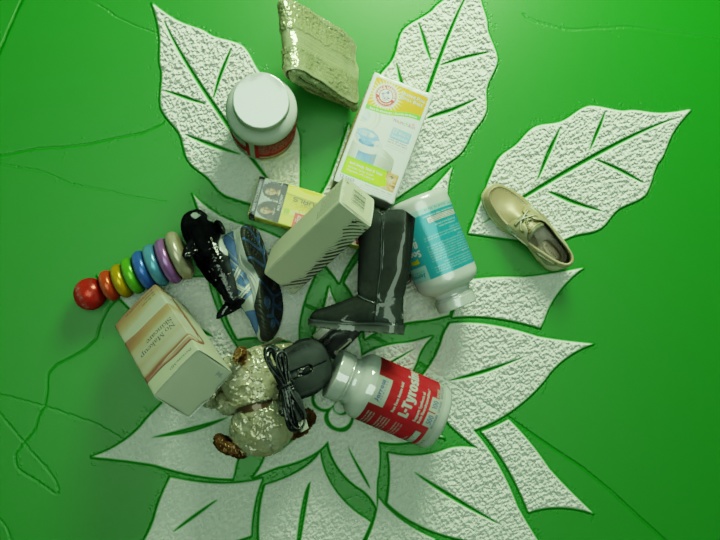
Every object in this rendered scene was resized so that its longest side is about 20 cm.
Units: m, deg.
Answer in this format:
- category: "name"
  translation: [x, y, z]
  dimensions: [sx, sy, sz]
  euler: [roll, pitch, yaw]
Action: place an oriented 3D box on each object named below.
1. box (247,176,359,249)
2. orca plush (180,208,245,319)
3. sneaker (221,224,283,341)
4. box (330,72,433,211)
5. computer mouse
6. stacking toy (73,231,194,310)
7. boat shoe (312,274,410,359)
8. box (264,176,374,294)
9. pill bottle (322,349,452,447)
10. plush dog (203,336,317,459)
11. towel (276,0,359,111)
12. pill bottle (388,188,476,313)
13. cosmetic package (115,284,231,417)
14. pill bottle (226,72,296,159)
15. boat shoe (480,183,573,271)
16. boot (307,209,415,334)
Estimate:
- category: "box"
  translation: [-0.089, -0.098, 1.388]
  dimensions: [0.199, 0.050, 0.076]
  euler: [17, 85, -5]
- category: "orca plush"
  translation: [-0.265, -0.015, 1.328]
  dimensions: [0.071, 0.105, 0.201]
  euler: [-6, 73, -40]
- category: "sneaker"
  translation: [-0.189, 0.025, 1.372]
  dimensions: [0.077, 0.076, 0.201]
  euler: [-13, 93, 24]
- category: "box"
  translation: [0.034, -0.219, 1.381]
  dimensions: [0.112, 0.101, 0.201]
  euler: [21, 85, -5]
- category: "computer mouse"
  translation: [-0.083, 0.160, 1.269]
  dimensions: [0.053, 0.200, 0.139]
  euler: [-17, 94, 15]
- category: "stacking toy"
  translation: [-0.383, 0.011, 1.342]
  dimensions: [0.199, 0.085, 0.086]
  euler: [-24, 90, -2]
- category: "boat shoe"
  translation: [0.012, 0.074, 1.379]
  dimensions: [0.200, 0.074, 0.060]
  euler: [-37, 91, -3]
- category: "box"
  translation: [-0.068, -0.055, 1.318]
  dimensions: [0.068, 0.082, 0.200]
  euler: [36, 124, -20]
- category: "pill bottle"
  translation: [0.043, 0.209, 1.347]
  dimensions: [0.199, 0.112, 0.113]
  euler: [24, 85, -10]
- category: "plush dog"
  translation: [-0.165, 0.214, 1.303]
  dimensions: [0.199, 0.161, 0.172]
  euler: [-17, 78, -7]
- category: "towel"
  translation: [-0.064, -0.358, 1.340]
  dimensions: [0.036, 0.200, 0.149]
  euler: [-15, 74, 33]
- category: "pill bottle"
  translation: [0.130, -0.031, 1.376]
  dimensions: [0.110, 0.111, 0.201]
  euler: [-21, 89, -6]
- category: "cosmetic package"
  translation: [-0.300, 0.124, 1.277]
  dimensions: [0.103, 0.200, 0.087]
  euler: [-47, 135, -2]
- category: "pill bottle"
  translation: [-0.159, -0.251, 1.306]
  dimensions: [0.112, 0.200, 0.113]
  euler: [0, 87, -6]
- category: "boat shoe"
  translation: [0.297, -0.079, 1.418]
  dimensions: [0.072, 0.065, 0.200]
  euler: [-44, 92, -6]
- category: "boot"
  translation: [0.001, 0.000, 1.317]
  dimensions: [0.164, 0.066, 0.201]
  euler: [3, 85, 13]
